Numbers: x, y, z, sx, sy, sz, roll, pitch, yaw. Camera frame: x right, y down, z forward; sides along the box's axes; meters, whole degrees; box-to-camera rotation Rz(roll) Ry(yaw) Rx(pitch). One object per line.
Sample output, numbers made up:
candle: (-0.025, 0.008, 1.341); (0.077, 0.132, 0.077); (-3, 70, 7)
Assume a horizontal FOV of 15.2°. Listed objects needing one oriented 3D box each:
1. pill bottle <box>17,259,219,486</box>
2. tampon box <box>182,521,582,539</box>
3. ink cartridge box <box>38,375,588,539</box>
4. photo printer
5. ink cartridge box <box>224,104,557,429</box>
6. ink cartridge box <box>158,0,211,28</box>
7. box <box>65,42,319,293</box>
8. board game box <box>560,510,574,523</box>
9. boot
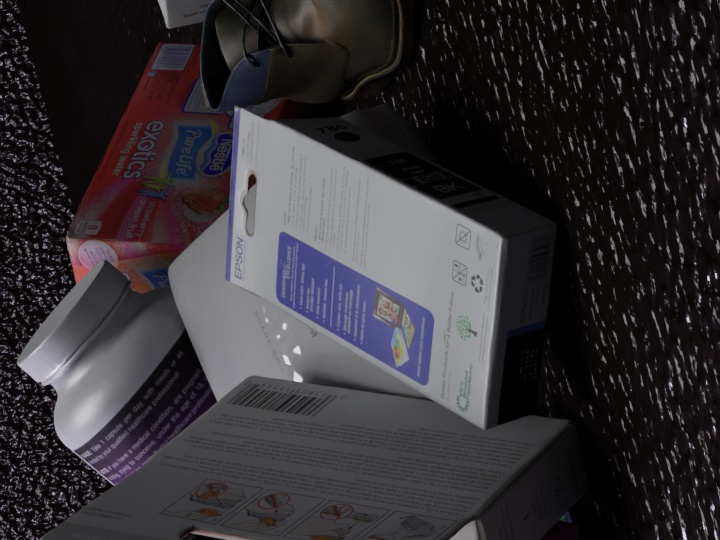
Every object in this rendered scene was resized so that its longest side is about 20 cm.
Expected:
pill bottle: (-0.093, 0.087, 1.522); (0.200, 0.113, 0.112); (41, 174, -10)
tampon box: (-0.001, 0.197, 1.325); (0.199, 0.150, 0.127); (6, 119, 38)
ink cartridge box: (-0.021, 0.116, 1.281); (0.199, 0.176, 0.045); (6, 119, 36)
photo printer: (-0.008, 0.019, 1.410); (0.200, 0.069, 0.167); (-39, 71, 48)
ink cartridge box: (0.011, -0.008, 1.292); (0.200, 0.039, 0.100); (29, 124, 42)
ink cartridge box: (-0.102, -0.269, 1.610); (0.200, 0.087, 0.146); (91, 161, -51)
box: (-0.095, -0.043, 1.630); (0.200, 0.102, 0.095); (-72, -21, -48)
board game box: (0.073, 0.145, 1.422); (0.200, 0.039, 0.159); (-132, 28, -69)
boot: (-0.030, -0.127, 1.413); (0.200, 0.097, 0.075); (109, 144, -72)
